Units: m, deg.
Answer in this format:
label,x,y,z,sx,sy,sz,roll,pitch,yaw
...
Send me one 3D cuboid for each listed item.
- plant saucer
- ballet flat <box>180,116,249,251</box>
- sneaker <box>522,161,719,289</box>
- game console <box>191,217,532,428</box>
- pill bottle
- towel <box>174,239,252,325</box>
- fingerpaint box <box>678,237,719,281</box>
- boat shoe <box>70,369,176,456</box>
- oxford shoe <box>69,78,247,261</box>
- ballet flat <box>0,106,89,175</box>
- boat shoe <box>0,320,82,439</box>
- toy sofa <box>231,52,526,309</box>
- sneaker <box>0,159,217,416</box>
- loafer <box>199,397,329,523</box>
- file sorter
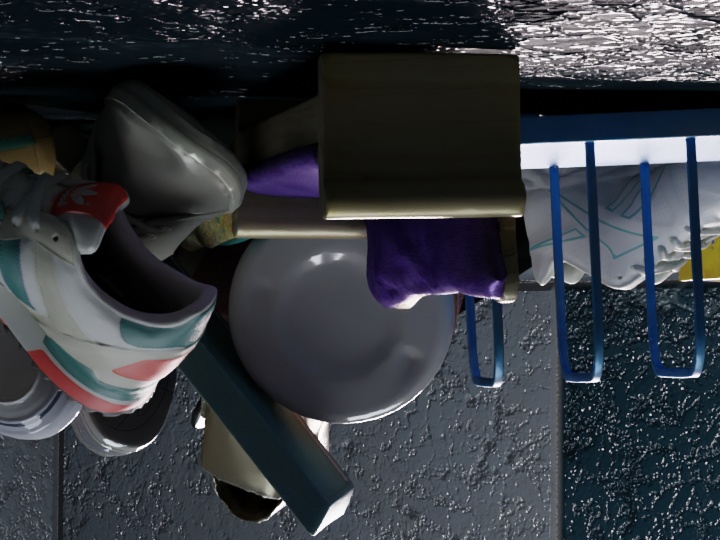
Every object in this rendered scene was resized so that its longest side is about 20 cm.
label,x,y,z,sx,sy,sz,roll,pitch,yaw
plant saucer,-0.072,0.043,1.159,0.019,0.200,0.070,-41,175,12
ballet flat,-0.076,-0.048,1.175,0.070,0.071,0.200,1,176,-15
sneaker,0.169,-0.030,1.285,0.070,0.081,0.200,5,174,-41
game console,0.014,0.033,1.449,0.175,0.117,0.200,17,-145,38
pill bottle,0.000,0.000,1.229,0.114,0.115,0.200,0,-167,7
towel,-0.149,-0.013,1.277,0.199,0.023,0.144,14,-158,2
fingerpaint box,0.304,-0.028,1.350,0.166,0.074,0.200,1,177,-23
boat shoe,-0.167,0.043,1.466,0.074,0.202,0.065,12,130,-31
oxford shoe,-0.099,-0.036,1.045,0.075,0.058,0.200,42,165,-5
ballet flat,-0.157,-0.045,1.164,0.063,0.069,0.200,-16,178,4
boat shoe,-0.211,0.003,1.133,0.200,0.074,0.067,45,-177,28
toy sofa,0.002,-0.033,0.986,0.082,0.098,0.200,1,179,-14
sneaker,-0.146,-0.026,1.005,0.093,0.200,0.070,-39,-166,42
loafer,-0.055,0.091,1.331,0.075,0.068,0.200,19,157,15
file sorter,0.147,-0.010,1.102,0.199,0.123,0.139,-2,177,-3
